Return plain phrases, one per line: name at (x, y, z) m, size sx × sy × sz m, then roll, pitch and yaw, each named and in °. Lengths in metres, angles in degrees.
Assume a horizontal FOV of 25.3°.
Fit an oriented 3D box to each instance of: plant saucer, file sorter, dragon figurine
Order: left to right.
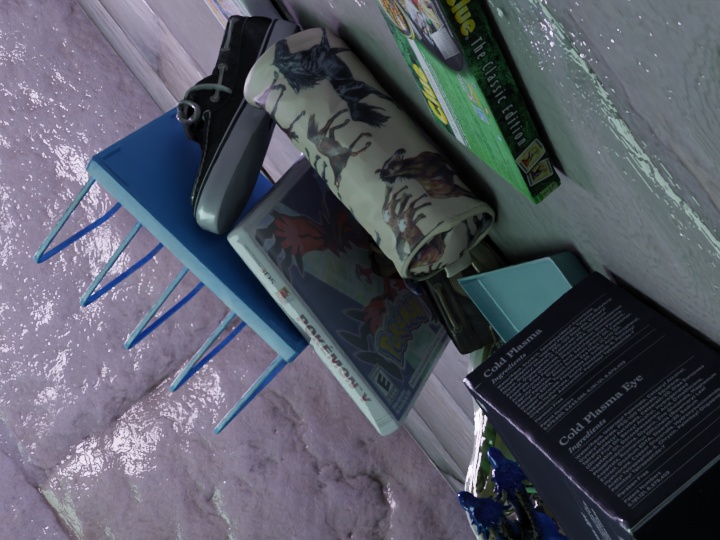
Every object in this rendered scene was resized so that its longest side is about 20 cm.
file sorter at (-0.121, 0.001, 1.202) m, size 0.200 × 0.123 × 0.139 m, roll 43°, pitch -147°, yaw 2°
plant saucer at (0.115, 0.022, 1.030) m, size 0.070 × 0.019 × 0.200 m, roll 53°, pitch 167°, yaw -4°
dragon figurine at (0.134, 0.207, 1.074) m, size 0.200 × 0.059 × 0.099 m, roll 53°, pitch 180°, yaw 3°

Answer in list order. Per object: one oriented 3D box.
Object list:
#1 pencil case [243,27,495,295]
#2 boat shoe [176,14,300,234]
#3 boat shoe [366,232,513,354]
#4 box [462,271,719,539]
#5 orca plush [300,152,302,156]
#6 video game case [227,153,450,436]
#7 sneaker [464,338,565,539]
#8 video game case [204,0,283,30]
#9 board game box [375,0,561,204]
pencil case at (0.004, -0.079, 1.087) m, size 0.200 × 0.078 × 0.090 m, roll 50°, pitch 161°, yaw 21°
boat shoe at (-0.100, -0.113, 1.169) m, size 0.068 × 0.200 × 0.074 m, roll 14°, pitch 148°, yaw 4°
boat shoe at (0.039, -0.024, 1.164) m, size 0.200 × 0.073 × 0.075 m, roll 50°, pitch 174°, yaw 18°
box at (0.176, 0.129, 0.873) m, size 0.200 × 0.104 × 0.182 m, roll 56°, pitch 172°, yaw -31°
orca plush at (0.027, -0.035, 1.383) m, size 0.200 × 0.071 × 0.106 m, roll 45°, pitch 128°, yaw 21°
video game case at (0.000, 0.000, 1.193) m, size 0.183 × 0.023 × 0.200 m, roll 52°, pitch -148°, yaw -10°
sneaker at (0.119, 0.125, 1.156) m, size 0.089 × 0.076 × 0.202 m, roll 125°, pitch 142°, yaw -68°
video game case at (-0.085, -0.198, 1.336) m, size 0.200 × 0.024 × 0.182 m, roll 54°, pitch 174°, yaw -25°
board game box at (0.037, -0.127, 0.811) m, size 0.105 × 0.023 × 0.200 m, roll 43°, pitch 169°, yaw 45°
